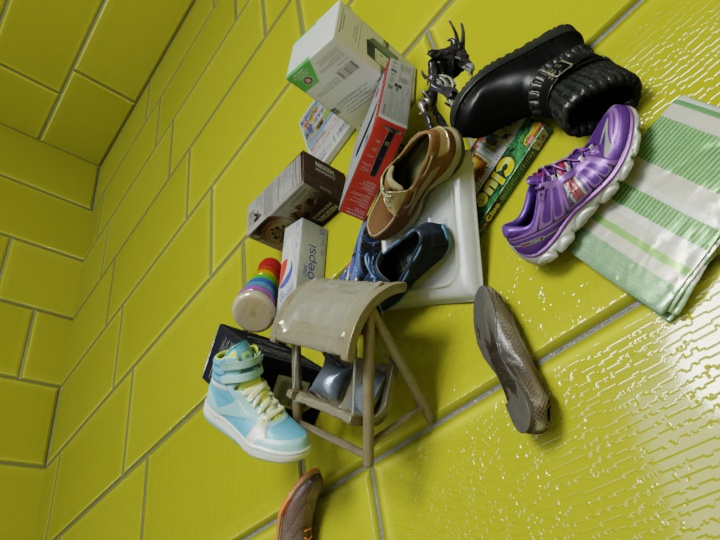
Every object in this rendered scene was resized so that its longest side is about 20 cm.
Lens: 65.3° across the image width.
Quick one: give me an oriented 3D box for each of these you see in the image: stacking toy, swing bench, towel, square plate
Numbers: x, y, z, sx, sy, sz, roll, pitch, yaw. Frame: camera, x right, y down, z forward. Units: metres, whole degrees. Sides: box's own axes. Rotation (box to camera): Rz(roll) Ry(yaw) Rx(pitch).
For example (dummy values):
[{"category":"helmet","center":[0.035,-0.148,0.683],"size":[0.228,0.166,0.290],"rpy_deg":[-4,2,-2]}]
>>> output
[{"category":"stacking toy","center":[-0.193,0.032,1.118],"size":[0.086,0.084,0.202],"rpy_deg":[-48,16,24]},{"category":"swing bench","center":[-0.023,0.122,0.774],"size":[0.196,0.127,0.208],"rpy_deg":[1,109,53]},{"category":"towel","center":[0.323,-0.071,0.583],"size":[0.204,0.023,0.153],"rpy_deg":[-60,36,15]},{"category":"square plate","center":[0.090,-0.051,0.823],"size":[0.195,0.028,0.209],"rpy_deg":[-11,82,51]}]

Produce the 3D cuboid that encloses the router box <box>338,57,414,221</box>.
[{"category":"router box","center":[0.028,-0.216,0.919],"size":[0.204,0.047,0.182],"rpy_deg":[-80,13,-48]}]

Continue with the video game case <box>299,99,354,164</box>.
[{"category":"video game case","center":[-0.073,-0.322,1.225],"size":[0.144,0.018,0.204],"rpy_deg":[-48,41,27]}]

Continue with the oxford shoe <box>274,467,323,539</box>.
[{"category":"oxford shoe","center":[-0.091,0.406,0.860],"size":[0.071,0.070,0.207],"rpy_deg":[24,96,34]}]

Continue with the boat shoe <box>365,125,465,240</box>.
[{"category":"boat shoe","center":[0.059,-0.123,0.781],"size":[0.201,0.072,0.077],"rpy_deg":[-51,53,37]}]

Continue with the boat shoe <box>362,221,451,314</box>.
[{"category":"boat shoe","center":[0.044,-0.009,0.804],"size":[0.201,0.067,0.086],"rpy_deg":[-51,53,38]}]

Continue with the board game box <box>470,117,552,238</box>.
[{"category":"board game box","center":[0.177,-0.132,0.803],"size":[0.204,0.023,0.105],"rpy_deg":[-58,39,15]}]

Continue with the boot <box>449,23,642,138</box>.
[{"category":"boot","center":[0.220,-0.207,0.703],"size":[0.208,0.079,0.161],"rpy_deg":[-33,46,17]}]

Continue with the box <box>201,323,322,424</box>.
[{"category":"box","center":[-0.171,0.185,0.993],"size":[0.198,0.145,0.108],"rpy_deg":[16,85,55]}]

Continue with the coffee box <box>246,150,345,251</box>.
[{"category":"coffee box","center":[-0.129,-0.130,1.123],"size":[0.198,0.111,0.082],"rpy_deg":[-35,47,36]}]

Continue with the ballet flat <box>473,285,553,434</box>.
[{"category":"ballet flat","center":[0.181,0.100,0.670],"size":[0.204,0.044,0.069],"rpy_deg":[-103,18,-45]}]

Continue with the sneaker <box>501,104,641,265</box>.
[{"category":"sneaker","center":[0.236,-0.102,0.640],"size":[0.203,0.082,0.081],"rpy_deg":[-56,9,16]}]

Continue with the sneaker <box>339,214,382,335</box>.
[{"category":"sneaker","center":[0.000,0.000,0.926],"size":[0.077,0.074,0.207],"rpy_deg":[1,72,55]}]

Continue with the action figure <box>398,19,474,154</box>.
[{"category":"action figure","center":[0.131,-0.254,0.842],"size":[0.101,0.118,0.205],"rpy_deg":[33,122,22]}]

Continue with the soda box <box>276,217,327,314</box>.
[{"category":"soda box","center":[-0.111,0.011,1.067],"size":[0.062,0.067,0.208],"rpy_deg":[-22,57,44]}]

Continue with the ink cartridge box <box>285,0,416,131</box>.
[{"category":"ink cartridge box","center":[-0.014,-0.354,1.014],"size":[0.143,0.197,0.087],"rpy_deg":[-18,55,45]}]

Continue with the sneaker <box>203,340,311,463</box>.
[{"category":"sneaker","center":[-0.147,0.178,0.799],"size":[0.194,0.079,0.136],"rpy_deg":[18,108,28]}]
